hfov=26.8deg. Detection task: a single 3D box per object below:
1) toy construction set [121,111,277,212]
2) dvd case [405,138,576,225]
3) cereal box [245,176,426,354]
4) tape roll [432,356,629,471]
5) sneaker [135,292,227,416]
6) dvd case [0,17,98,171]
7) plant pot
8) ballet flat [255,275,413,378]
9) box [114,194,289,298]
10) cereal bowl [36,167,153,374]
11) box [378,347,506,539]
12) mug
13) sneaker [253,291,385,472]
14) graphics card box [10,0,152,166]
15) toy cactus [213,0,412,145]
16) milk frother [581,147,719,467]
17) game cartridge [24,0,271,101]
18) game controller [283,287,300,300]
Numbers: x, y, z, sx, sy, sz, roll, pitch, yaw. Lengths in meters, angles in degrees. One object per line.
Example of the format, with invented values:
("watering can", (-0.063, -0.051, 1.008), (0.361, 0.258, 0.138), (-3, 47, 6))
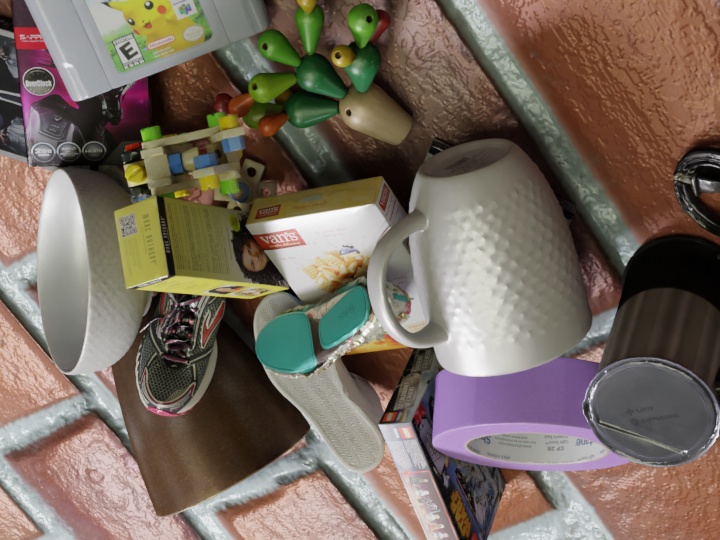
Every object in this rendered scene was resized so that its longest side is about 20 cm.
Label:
("toy construction set", (-0.149, -0.097, 1.410), (0.130, 0.200, 0.093), (-13, 79, 8))
("dvd case", (0.105, -0.016, 1.451), (0.148, 0.016, 0.201), (26, 130, 6))
("cereal box", (0.000, 0.000, 1.426), (0.143, 0.040, 0.200), (-9, 136, 30))
("tape roll", (0.168, 0.138, 1.433), (0.198, 0.066, 0.200), (3, 161, 1))
("sneaker", (-0.174, 0.043, 1.483), (0.080, 0.202, 0.075), (13, 168, 4))
("dvd case", (-0.355, -0.182, 1.520), (0.198, 0.025, 0.151), (17, 128, 10))
("plant pot", (-0.180, 0.122, 1.581), (0.186, 0.187, 0.201), (-26, 95, 34))
("ballet flat", (-0.022, 0.058, 1.425), (0.199, 0.063, 0.077), (-23, 71, 50))
("box", (-0.140, -0.018, 1.378), (0.050, 0.199, 0.076), (-16, 80, 28))
("cereal bowl", (-0.255, -0.001, 1.482), (0.082, 0.201, 0.201), (-3, 135, -26))
("box", (0.086, 0.188, 1.525), (0.039, 0.137, 0.201), (-8, 120, 26))
("mug", (0.094, -0.008, 1.328), (0.147, 0.199, 0.177), (20, 131, 59))
("sneaker", (-0.040, 0.111, 1.550), (0.073, 0.116, 0.201), (-31, 89, 5))
("graphics card box", (-0.261, -0.194, 1.428), (0.124, 0.051, 0.202), (-2, 128, -8))
("toy cactus", (-0.027, -0.171, 1.364), (0.164, 0.103, 0.200), (30, 130, -25))
("milk frother", (0.279, 0.027, 1.297), (0.179, 0.189, 0.201), (-14, 117, 29))
("game cartridge", (-0.193, -0.244, 1.349), (0.198, 0.041, 0.134), (-21, 116, 4))
("game controller", (-0.023, -0.012, 1.478), (0.104, 0.042, 0.199), (49, 135, -13))
